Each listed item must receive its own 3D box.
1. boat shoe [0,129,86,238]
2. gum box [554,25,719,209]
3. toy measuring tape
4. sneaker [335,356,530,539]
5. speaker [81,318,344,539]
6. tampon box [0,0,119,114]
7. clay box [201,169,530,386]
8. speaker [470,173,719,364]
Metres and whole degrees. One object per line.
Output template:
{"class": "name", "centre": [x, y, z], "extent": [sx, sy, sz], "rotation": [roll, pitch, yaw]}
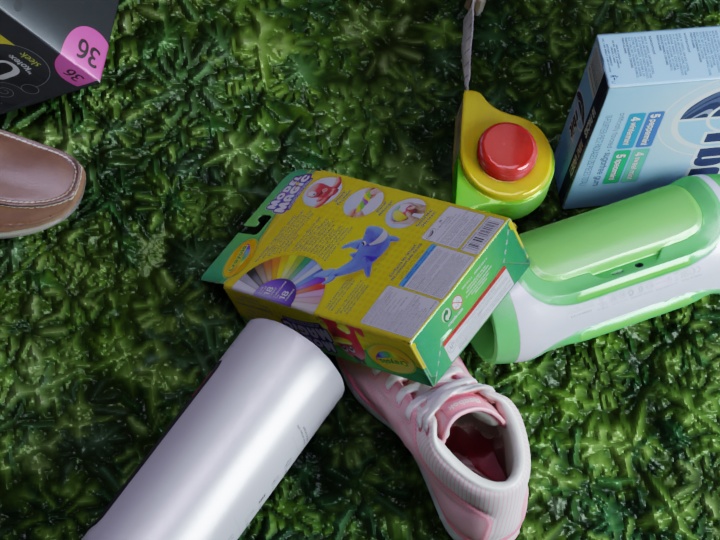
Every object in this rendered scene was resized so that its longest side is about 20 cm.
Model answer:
{"class": "boat shoe", "centre": [-0.283, -0.072, 1.745], "extent": [0.199, 0.072, 0.076], "rotation": [6, 64, -4]}
{"class": "gum box", "centre": [0.243, -0.107, 1.774], "extent": [0.199, 0.170, 0.045], "rotation": [-5, 64, -9]}
{"class": "toy measuring tape", "centre": [0.101, -0.104, 1.813], "extent": [0.073, 0.074, 0.201], "rotation": [6, 64, -4]}
{"class": "sneaker", "centre": [0.050, 0.079, 1.697], "extent": [0.075, 0.105, 0.201], "rotation": [-25, 69, -16]}
{"class": "speaker", "centre": [-0.094, 0.128, 1.668], "extent": [0.081, 0.081, 0.200], "rotation": [33, 65, 9]}
{"class": "tampon box", "centre": [-0.247, -0.231, 1.763], "extent": [0.150, 0.126, 0.201], "rotation": [35, 53, -41]}
{"class": "clay box", "centre": [0.000, 0.000, 1.721], "extent": [0.199, 0.048, 0.115], "rotation": [16, 56, 43]}
{"class": "speaker", "centre": [0.166, -0.002, 1.761], "extent": [0.199, 0.089, 0.089], "rotation": [-18, 68, -15]}
